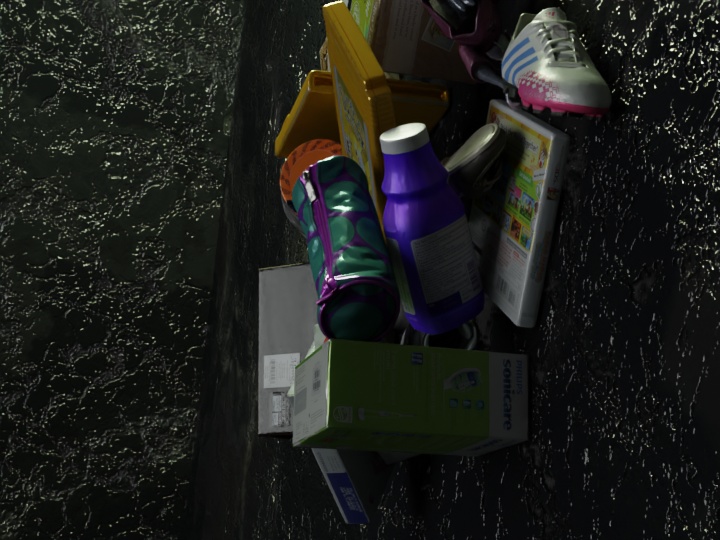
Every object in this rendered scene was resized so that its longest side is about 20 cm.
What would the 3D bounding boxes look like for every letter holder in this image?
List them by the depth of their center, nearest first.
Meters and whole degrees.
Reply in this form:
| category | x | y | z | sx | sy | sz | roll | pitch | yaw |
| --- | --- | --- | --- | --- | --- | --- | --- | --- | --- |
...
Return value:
| category | x | y | z | sx | sy | sz | roll | pitch | yaw |
| --- | --- | --- | --- | --- | --- | --- | --- | --- | --- |
| letter holder | -0.048 | 0.103 | 1.678 | 0.142 | 0.100 | 0.202 | 20 | -114 | -59 |

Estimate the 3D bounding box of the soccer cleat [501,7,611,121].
| category | x | y | z | sx | sy | sz | roll | pitch | yaw |
| --- | --- | --- | --- | --- | --- | --- | --- | --- | --- |
| soccer cleat | 0.169 | -0.186 | 1.214 | 0.200 | 0.069 | 0.087 | -126 | 43 | -70 |

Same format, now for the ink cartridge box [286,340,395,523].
| category | x | y | z | sx | sy | sz | roll | pitch | yaw |
| --- | --- | --- | --- | --- | --- | --- | --- | --- | --- |
| ink cartridge box | -0.004 | 0.153 | 1.599 | 0.198 | 0.043 | 0.201 | 67 | -148 | -30 |

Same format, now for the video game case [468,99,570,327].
| category | x | y | z | sx | sy | sz | roll | pitch | yaw |
| --- | --- | --- | --- | --- | --- | --- | --- | --- | --- |
| video game case | 0.149 | -0.062 | 1.351 | 0.200 | 0.023 | 0.184 | -124 | 42 | -71 |

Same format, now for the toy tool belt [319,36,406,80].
| category | x | y | z | sx | sy | sz | roll | pitch | yaw |
| --- | --- | --- | --- | --- | --- | --- | --- | --- | --- |
| toy tool belt | 0.015 | -0.283 | 1.767 | 0.123 | 0.124 | 0.203 | -11 | -79 | -66 |

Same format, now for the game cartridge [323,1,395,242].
| category | x | y | z | sx | sy | sz | roll | pitch | yaw |
| --- | --- | --- | --- | --- | --- | --- | --- | --- | --- |
| game cartridge | 0.004 | -0.157 | 1.467 | 0.177 | 0.032 | 0.201 | -115 | 10 | -48 |

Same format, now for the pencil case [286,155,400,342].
| category | x | y | z | sx | sy | sz | roll | pitch | yaw |
| --- | --- | --- | --- | --- | --- | --- | --- | --- | --- |
| pencil case | -0.018 | -0.022 | 1.347 | 0.085 | 0.092 | 0.201 | -38 | 40 | 20 |

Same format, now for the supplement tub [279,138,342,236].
| category | x | y | z | sx | sy | sz | roll | pitch | yaw |
| --- | --- | --- | --- | --- | --- | --- | --- | --- | --- |
| supplement tub | -0.024 | -0.082 | 1.699 | 0.200 | 0.121 | 0.124 | 47 | -138 | -68 |

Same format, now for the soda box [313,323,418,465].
| category | x | y | z | sx | sy | sz | roll | pitch | yaw |
| --- | --- | --- | --- | --- | --- | --- | --- | --- | --- |
| soda box | 0.017 | 0.131 | 1.511 | 0.200 | 0.063 | 0.069 | 56 | -160 | -46 |

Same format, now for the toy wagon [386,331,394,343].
| category | x | y | z | sx | sy | sz | roll | pitch | yaw |
| --- | --- | --- | --- | --- | --- | --- | --- | --- | --- |
| toy wagon | 0.008 | 0.097 | 1.825 | 0.200 | 0.039 | 0.157 | 161 | 114 | -75 |

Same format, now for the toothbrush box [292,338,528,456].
| category | x | y | z | sx | sy | sz | roll | pitch | yaw |
| --- | --- | --- | --- | --- | --- | --- | --- | --- | --- |
| toothbrush box | 0.045 | 0.126 | 1.327 | 0.146 | 0.198 | 0.087 | 137 | 138 | -70 |

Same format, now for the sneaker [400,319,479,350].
| category | x | y | z | sx | sy | sz | roll | pitch | yaw |
| --- | --- | --- | --- | --- | --- | --- | --- | --- | --- |
| sneaker | 0.086 | 0.029 | 1.473 | 0.114 | 0.075 | 0.203 | -177 | 87 | -75 |

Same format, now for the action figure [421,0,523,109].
| category | x | y | z | sx | sy | sz | roll | pitch | yaw |
| --- | --- | --- | --- | --- | --- | --- | --- | --- | --- |
| action figure | 0.101 | -0.245 | 1.348 | 0.200 | 0.147 | 0.135 | 37 | -113 | -67 |

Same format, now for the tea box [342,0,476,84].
| category | x | y | z | sx | sy | sz | roll | pitch | yaw |
| --- | --- | --- | --- | --- | --- | --- | --- | --- | --- |
| tea box | 0.065 | -0.335 | 1.563 | 0.197 | 0.132 | 0.202 | -125 | 42 | -68 |

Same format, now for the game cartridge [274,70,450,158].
| category | x | y | z | sx | sy | sz | roll | pitch | yaw |
| --- | --- | --- | --- | --- | --- | --- | --- | --- | --- |
| game cartridge | -0.002 | -0.181 | 1.690 | 0.200 | 0.174 | 0.033 | 132 | 140 | -67 |

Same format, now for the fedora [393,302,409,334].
| category | x | y | z | sx | sy | sz | roll | pitch | yaw |
| --- | --- | --- | --- | --- | --- | --- | --- | --- | --- |
| fedora | 0.042 | 0.001 | 1.615 | 0.177 | 0.089 | 0.202 | -114 | 32 | -63 |

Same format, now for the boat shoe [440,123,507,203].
| category | x | y | z | sx | sy | sz | roll | pitch | yaw |
| --- | --- | --- | --- | --- | --- | --- | --- | --- | --- |
| boat shoe | 0.112 | -0.094 | 1.385 | 0.067 | 0.057 | 0.200 | -51 | 7 | -20 |

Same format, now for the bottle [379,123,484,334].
| category | x | y | z | sx | sy | sz | roll | pitch | yaw |
| --- | --- | --- | --- | --- | --- | --- | --- | --- | --- |
| bottle | 0.064 | -0.041 | 1.344 | 0.065 | 0.083 | 0.202 | 17 | 129 | 55 |
